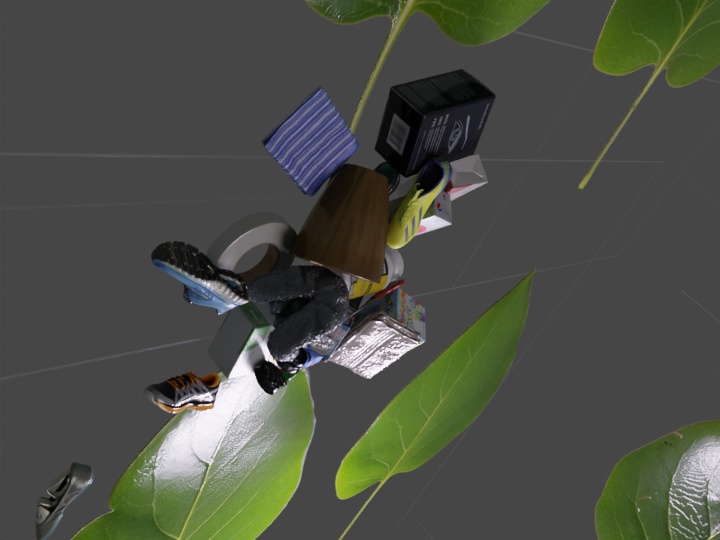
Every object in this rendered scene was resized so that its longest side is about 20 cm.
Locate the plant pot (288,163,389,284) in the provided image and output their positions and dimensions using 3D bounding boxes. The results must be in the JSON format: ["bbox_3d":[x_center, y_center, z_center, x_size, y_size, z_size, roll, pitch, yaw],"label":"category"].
[{"bbox_3d":[-0.021,-0.096,1.444,0.186,0.185,0.201,21,86,-59],"label":"plant pot"}]

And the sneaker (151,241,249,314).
[{"bbox_3d":[-0.292,0.026,1.323,0.090,0.079,0.200,-37,131,20],"label":"sneaker"}]

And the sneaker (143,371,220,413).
[{"bbox_3d":[-0.371,0.248,1.566,0.200,0.078,0.078,14,106,-61],"label":"sneaker"}]

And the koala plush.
[{"bbox_3d":[-0.103,0.084,1.484,0.183,0.178,0.200,-22,165,-2],"label":"koala plush"}]

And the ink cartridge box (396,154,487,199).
[{"bbox_3d":[0.161,-0.178,1.616,0.116,0.068,0.200,-15,173,-40],"label":"ink cartridge box"}]

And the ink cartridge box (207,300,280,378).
[{"bbox_3d":[-0.205,0.141,1.609,0.199,0.088,0.146,-4,132,-53],"label":"ink cartridge box"}]

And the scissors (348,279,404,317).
[{"bbox_3d":[0.023,0.068,1.663,0.200,0.014,0.073,-33,-172,-34],"label":"scissors"}]

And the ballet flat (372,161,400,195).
[{"bbox_3d":[0.014,-0.139,1.543,0.200,0.072,0.072,-49,151,12],"label":"ballet flat"}]

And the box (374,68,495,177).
[{"bbox_3d":[0.145,-0.289,1.462,0.199,0.104,0.149,-22,145,-34],"label":"box"}]

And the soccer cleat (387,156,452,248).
[{"bbox_3d":[0.103,-0.133,1.439,0.201,0.065,0.084,-56,162,11],"label":"soccer cleat"}]

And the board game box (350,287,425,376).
[{"bbox_3d":[0.044,0.145,1.749,0.199,0.105,0.103,-33,124,31],"label":"board game box"}]

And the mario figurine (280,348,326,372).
[{"bbox_3d":[-0.122,0.187,1.801,0.199,0.123,0.107,-19,103,-36],"label":"mario figurine"}]

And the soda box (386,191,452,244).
[{"bbox_3d":[0.091,-0.110,1.552,0.199,0.069,0.063,-16,156,38],"label":"soda box"}]

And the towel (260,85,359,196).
[{"bbox_3d":[-0.083,-0.225,1.345,0.145,0.024,0.200,-44,151,-1],"label":"towel"}]

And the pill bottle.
[{"bbox_3d":[0.000,0.000,1.656,0.199,0.111,0.112,-14,140,-44],"label":"pill bottle"}]

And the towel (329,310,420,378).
[{"bbox_3d":[0.028,0.171,1.678,0.132,0.035,0.200,30,129,-24],"label":"towel"}]

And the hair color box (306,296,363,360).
[{"bbox_3d":[-0.051,0.103,1.675,0.100,0.060,0.200,-57,-176,25],"label":"hair color box"}]

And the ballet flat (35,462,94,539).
[{"bbox_3d":[-0.633,0.475,1.553,0.064,0.067,0.200,34,101,-33],"label":"ballet flat"}]

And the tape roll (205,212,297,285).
[{"bbox_3d":[-0.210,-0.022,1.439,0.202,0.037,0.203,-32,149,-22],"label":"tape roll"}]

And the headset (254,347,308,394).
[{"bbox_3d":[-0.162,0.214,1.573,0.123,0.094,0.200,-44,163,-2],"label":"headset"}]
